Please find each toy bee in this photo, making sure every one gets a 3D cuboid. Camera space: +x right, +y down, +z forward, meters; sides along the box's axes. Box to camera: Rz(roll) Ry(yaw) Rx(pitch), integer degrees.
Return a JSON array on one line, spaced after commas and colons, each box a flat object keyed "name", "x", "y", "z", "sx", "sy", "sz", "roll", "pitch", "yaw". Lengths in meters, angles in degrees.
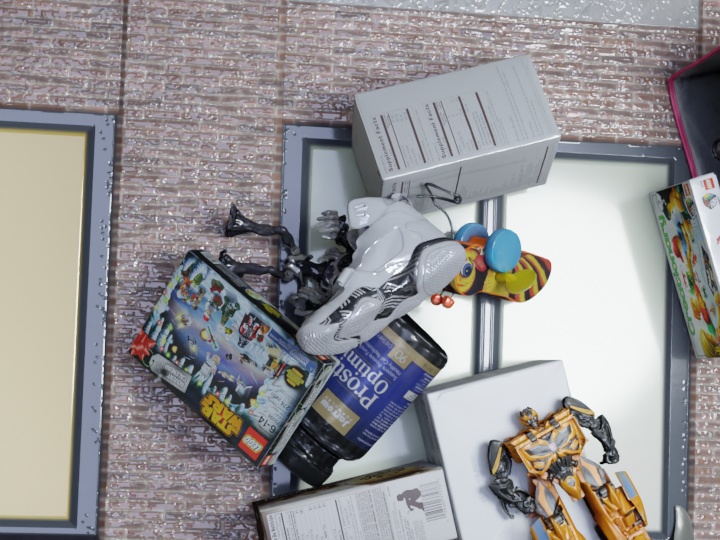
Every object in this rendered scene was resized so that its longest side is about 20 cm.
[{"name": "toy bee", "x": 0.118, "y": -0.002, "z": 1.604, "sx": 0.200, "sy": 0.131, "sz": 0.109, "roll": 27, "pitch": 82, "yaw": -19}]

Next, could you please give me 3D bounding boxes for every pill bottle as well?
[{"name": "pill bottle", "x": -0.009, "y": 0.131, "z": 1.578, "sx": 0.112, "sy": 0.112, "sz": 0.200, "roll": 41, "pitch": 93, "yaw": -4}]

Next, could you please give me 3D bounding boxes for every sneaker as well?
[{"name": "sneaker", "x": 0.000, "y": 0.000, "z": 1.509, "sx": 0.200, "sy": 0.075, "sz": 0.115, "roll": -31, "pitch": 65, "yaw": -17}]

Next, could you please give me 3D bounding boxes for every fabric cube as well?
[{"name": "fabric cube", "x": 0.487, "y": -0.163, "z": 1.632, "sx": 0.199, "sy": 0.200, "sz": 0.197, "roll": -16, "pitch": 88, "yaw": -11}]

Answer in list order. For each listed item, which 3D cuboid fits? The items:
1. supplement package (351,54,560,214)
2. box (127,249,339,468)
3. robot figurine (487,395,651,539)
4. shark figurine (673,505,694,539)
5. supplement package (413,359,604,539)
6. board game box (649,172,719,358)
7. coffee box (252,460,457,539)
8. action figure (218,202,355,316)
[{"name": "supplement package", "x": 0.100, "y": -0.142, "z": 1.604, "sx": 0.199, "sy": 0.114, "sz": 0.110, "roll": -14, "pitch": 67, "yaw": -9}, {"name": "box", "x": -0.136, "y": 0.090, "z": 1.545, "sx": 0.200, "sy": 0.040, "sz": 0.137, "roll": 38, "pitch": 107, "yaw": 20}, {"name": "robot figurine", "x": 0.221, "y": 0.231, "z": 1.526, "sx": 0.145, "sy": 0.058, "sz": 0.200, "roll": -29, "pitch": 92, "yaw": -9}, {"name": "shark figurine", "x": 0.322, "y": 0.335, "z": 1.634, "sx": 0.214, "sy": 0.089, "sz": 0.129, "roll": -7, "pitch": 86, "yaw": -10}, {"name": "supplement package", "x": 0.159, "y": 0.210, "z": 1.605, "sx": 0.155, "sy": 0.111, "sz": 0.201, "roll": -13, "pitch": 89, "yaw": -9}, {"name": "board game box", "x": 0.384, "y": -0.002, "z": 1.643, "sx": 0.034, "sy": 0.126, "sz": 0.201, "roll": -15, "pitch": 88, "yaw": -9}, {"name": "coffee box", "x": -0.010, "y": 0.266, "z": 1.577, "sx": 0.199, "sy": 0.113, "sz": 0.080, "roll": -12, "pitch": 88, "yaw": -8}, {"name": "action figure", "x": -0.053, "y": -0.004, "z": 1.594, "sx": 0.199, "sy": 0.102, "sz": 0.119, "roll": 14, "pitch": 83, "yaw": -4}]
